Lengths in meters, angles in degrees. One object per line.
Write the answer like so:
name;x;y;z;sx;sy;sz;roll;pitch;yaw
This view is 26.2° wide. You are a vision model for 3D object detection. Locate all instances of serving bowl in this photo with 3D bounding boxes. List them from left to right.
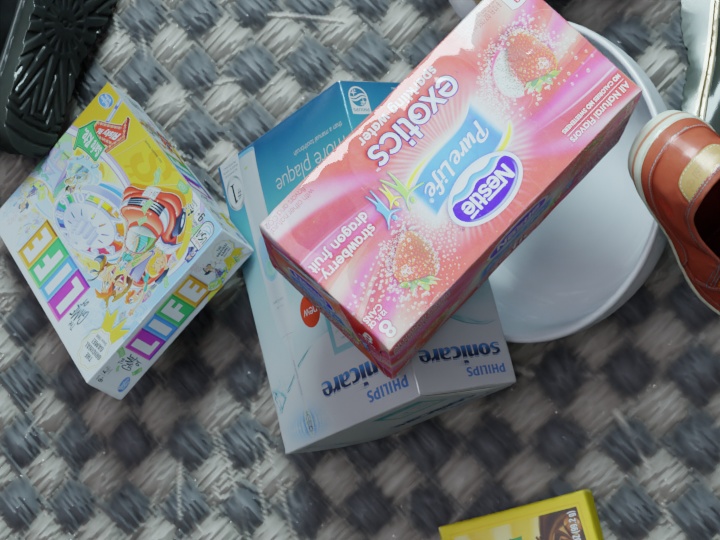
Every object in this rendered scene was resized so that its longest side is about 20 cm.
serving bowl;0.119;-0.055;0.976;0.199;0.066;0.201;-2;87;41

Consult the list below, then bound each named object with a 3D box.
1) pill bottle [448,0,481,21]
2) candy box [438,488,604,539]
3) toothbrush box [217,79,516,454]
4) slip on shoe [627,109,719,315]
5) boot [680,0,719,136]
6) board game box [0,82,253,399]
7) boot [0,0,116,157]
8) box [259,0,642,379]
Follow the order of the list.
pill bottle;0.136;-0.245;0.988;0.199;0.111;0.111;-26;75;13
candy box;0.120;0.247;0.968;0.102;0.026;0.201;-18;77;19
toothbrush box;0.000;0.000;0.980;0.146;0.085;0.201;-27;73;49
slip on shoe;0.221;-0.016;0.888;0.074;0.200;0.061;-47;42;0
boot;0.267;-0.103;0.938;0.138;0.077;0.201;-1;88;19
board game box;-0.168;-0.025;1.056;0.135;0.034;0.200;-48;46;7
boot;-0.275;-0.186;1.136;0.157;0.079;0.212;11;74;31
box;0.050;-0.049;0.857;0.103;0.095;0.200;44;82;9
